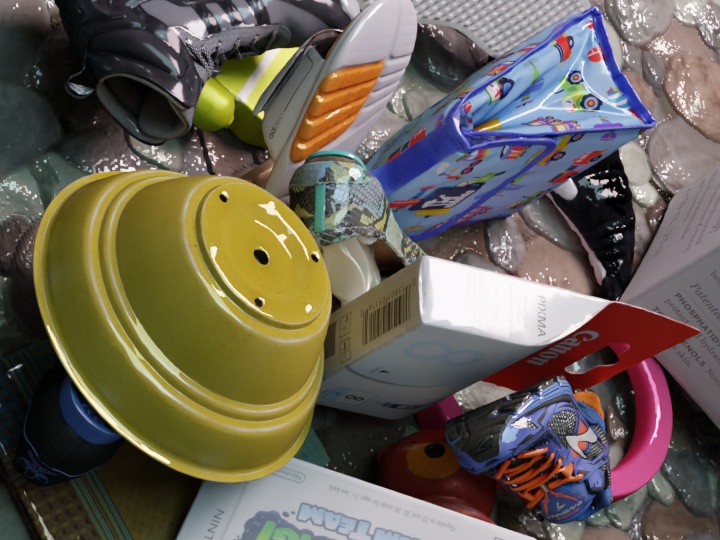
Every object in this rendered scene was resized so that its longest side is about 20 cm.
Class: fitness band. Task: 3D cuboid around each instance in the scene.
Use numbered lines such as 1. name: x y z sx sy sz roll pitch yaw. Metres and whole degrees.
1. fitness band: 0.122 0.081 1.526 0.199 0.037 0.144 15 62 -28

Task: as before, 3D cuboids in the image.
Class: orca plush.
1. orca plush: 0.155 -0.074 1.596 0.105 0.071 0.201 -4 72 -36

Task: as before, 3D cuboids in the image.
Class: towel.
1. towel: -0.126 0.092 1.358 0.199 0.022 0.147 -24 83 -38

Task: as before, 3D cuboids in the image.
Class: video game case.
1. video game case: -0.023 0.202 1.285 0.199 0.024 0.183 17 64 17

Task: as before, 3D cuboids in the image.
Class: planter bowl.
1. planter bowl: -0.077 0.010 1.278 0.200 0.083 0.201 30 41 -30

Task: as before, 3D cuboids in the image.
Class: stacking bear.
1. stacking bear: 0.046 0.185 1.381 0.121 0.114 0.201 -4 52 8

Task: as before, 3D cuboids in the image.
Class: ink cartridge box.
1. ink cartridge box: 0.081 0.056 1.391 0.199 0.160 0.048 15 64 -26

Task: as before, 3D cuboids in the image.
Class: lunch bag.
1. lunch bag: 0.064 -0.080 1.473 0.200 0.150 0.094 -22 83 -44

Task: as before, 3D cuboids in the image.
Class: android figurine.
1. android figurine: -0.077 -0.162 1.495 0.200 0.041 0.182 42 52 -11

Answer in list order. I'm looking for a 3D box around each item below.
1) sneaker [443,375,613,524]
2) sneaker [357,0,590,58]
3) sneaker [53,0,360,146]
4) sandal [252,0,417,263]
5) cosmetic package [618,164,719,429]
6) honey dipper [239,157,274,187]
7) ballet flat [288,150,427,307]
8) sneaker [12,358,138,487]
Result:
1. sneaker: 0.114 0.113 1.392 0.200 0.075 0.079 11 55 -64
2. sneaker: 0.067 -0.201 1.556 0.199 0.079 0.080 13 31 -37
3. sneaker: -0.093 -0.132 1.401 0.199 0.075 0.114 6 65 -23
4. sandal: -0.039 -0.085 1.393 0.059 0.207 0.079 37 20 26
5. cosmetic package: 0.317 -0.001 1.574 0.166 0.200 0.168 48 37 -10
6. honey dipper: -0.073 -0.053 1.429 0.200 0.038 0.038 -35 91 -30
7. ballet flat: 0.000 0.000 1.409 0.200 0.074 0.075 51 36 -58
8. sneaker: -0.136 0.048 1.318 0.070 0.078 0.200 46 36 -6
